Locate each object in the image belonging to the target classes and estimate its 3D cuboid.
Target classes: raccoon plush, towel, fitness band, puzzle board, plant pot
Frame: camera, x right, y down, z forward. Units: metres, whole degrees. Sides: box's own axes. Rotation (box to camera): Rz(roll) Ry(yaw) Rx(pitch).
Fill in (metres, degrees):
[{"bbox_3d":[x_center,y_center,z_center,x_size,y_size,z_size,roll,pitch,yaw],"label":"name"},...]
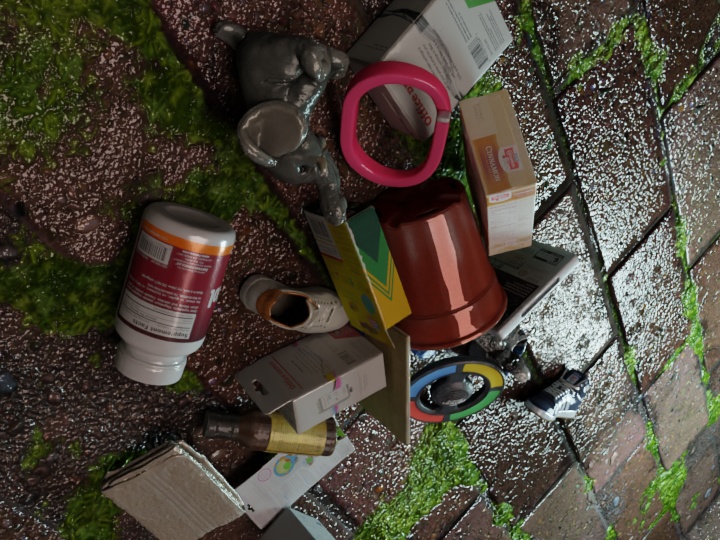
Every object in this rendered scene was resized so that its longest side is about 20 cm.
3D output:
[{"bbox_3d":[0.254,0.083,1.222,0.200,0.097,0.134,41,90,-12],"label":"raccoon plush"},{"bbox_3d":[-0.266,0.325,0.989,0.131,0.035,0.201,-27,129,0],"label":"towel"},{"bbox_3d":[0.043,-0.186,0.904,0.201,0.141,0.038,98,4,-57],"label":"fitness band"},{"bbox_3d":[0.030,0.154,1.074,0.017,0.150,0.203,-20,123,-30],"label":"puzzle board"},{"bbox_3d":[0.103,-0.021,1.027,0.199,0.200,0.197,-30,120,-22],"label":"plant pot"}]

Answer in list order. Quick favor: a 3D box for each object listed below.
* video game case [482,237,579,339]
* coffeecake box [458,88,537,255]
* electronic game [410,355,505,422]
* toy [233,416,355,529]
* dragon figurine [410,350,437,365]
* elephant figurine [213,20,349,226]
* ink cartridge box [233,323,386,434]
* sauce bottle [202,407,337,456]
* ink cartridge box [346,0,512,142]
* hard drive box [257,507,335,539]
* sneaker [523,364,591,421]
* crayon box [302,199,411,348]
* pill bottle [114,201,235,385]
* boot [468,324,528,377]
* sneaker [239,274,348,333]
[{"bbox_3d":[0.224,0.013,1.120,0.181,0.199,0.023,-41,123,-13],"label":"video game case"},{"bbox_3d":[0.200,-0.136,1.003,0.072,0.156,0.200,-13,156,6],"label":"coffeecake box"},{"bbox_3d":[0.165,0.217,1.234,0.197,0.042,0.201,-8,139,-7],"label":"electronic game"},{"bbox_3d":[-0.113,0.315,1.116,0.199,0.047,0.116,-36,128,-10],"label":"toy"},{"bbox_3d":[0.099,0.107,1.138,0.198,0.099,0.060,-10,119,-37],"label":"dragon figurine"},{"bbox_3d":[-0.091,-0.169,0.818,0.141,0.153,0.203,-1,106,-61],"label":"elephant figurine"},{"bbox_3d":[-0.074,0.163,1.021,0.198,0.116,0.068,-23,124,-26],"label":"ink cartridge box"},{"bbox_3d":[-0.134,0.238,1.022,0.197,0.065,0.066,12,106,-23],"label":"sauce bottle"},{"bbox_3d":[0.094,-0.302,0.934,0.200,0.083,0.147,-49,132,-7],"label":"ink cartridge box"},{"bbox_3d":[-0.057,0.498,1.127,0.077,0.199,0.156,-46,149,-8],"label":"hard drive box"},{"bbox_3d":[0.435,0.266,1.503,0.199,0.070,0.110,11,110,-48],"label":"sneaker"},{"bbox_3d":[0.000,0.000,0.962,0.050,0.126,0.202,-31,116,-21],"label":"crayon box"},{"bbox_3d":[-0.231,0.029,0.832,0.112,0.113,0.202,9,107,-40],"label":"pill bottle"},{"bbox_3d":[0.283,0.100,1.281,0.073,0.095,0.202,12,105,-41],"label":"boot"},{"bbox_3d":[-0.077,0.064,0.991,0.198,0.084,0.074,14,102,-44],"label":"sneaker"}]
